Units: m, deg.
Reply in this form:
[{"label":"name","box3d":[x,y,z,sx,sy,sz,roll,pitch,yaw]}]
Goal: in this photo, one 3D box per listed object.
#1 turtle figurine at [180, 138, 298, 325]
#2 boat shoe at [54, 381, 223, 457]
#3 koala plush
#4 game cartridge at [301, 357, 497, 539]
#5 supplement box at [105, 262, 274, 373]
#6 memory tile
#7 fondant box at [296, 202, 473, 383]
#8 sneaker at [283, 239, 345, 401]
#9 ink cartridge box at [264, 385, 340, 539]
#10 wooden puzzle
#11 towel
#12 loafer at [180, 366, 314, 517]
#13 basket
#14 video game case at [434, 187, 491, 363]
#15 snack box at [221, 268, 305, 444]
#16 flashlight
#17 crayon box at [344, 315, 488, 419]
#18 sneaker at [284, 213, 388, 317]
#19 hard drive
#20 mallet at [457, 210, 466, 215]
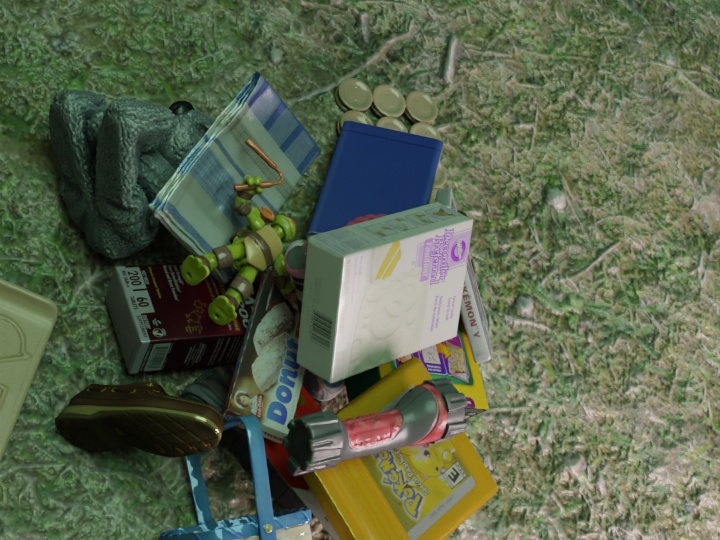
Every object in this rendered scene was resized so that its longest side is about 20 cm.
[{"label":"turtle figurine","box3d":[-0.121,-0.026,1.435,0.161,0.064,0.201,-40,115,-41]},{"label":"boat shoe","box3d":[-0.221,0.142,1.362,0.072,0.199,0.068,61,41,-37]},{"label":"koala plush","box3d":[-0.221,-0.119,1.505,0.199,0.177,0.185,-17,112,-39]},{"label":"game cartridge","box3d":[0.039,0.211,1.406,0.200,0.032,0.177,-33,92,-43]},{"label":"supplement box","box3d":[-0.172,0.048,1.491,0.199,0.061,0.109,-4,52,-30]},{"label":"memory tile","box3d":[0.042,-0.156,1.751,0.152,0.017,0.201,6,64,-25]},{"label":"fondant box","box3d":[0.027,0.020,1.419,0.058,0.145,0.199,26,30,38]},{"label":"sneaker","box3d":[-0.047,0.051,1.564,0.071,0.073,0.201,0,64,-26]},{"label":"ink cartridge box","box3d":[-0.018,0.211,1.453,0.200,0.050,0.162,54,23,-9]},{"label":"wooden puzzle","box3d":[-0.427,0.092,1.361,0.184,0.046,0.201,24,61,-15]},{"label":"towel","box3d":[-0.132,-0.099,1.461,0.201,0.024,0.147,-55,135,-16]},{"label":"loafer","box3d":[-0.106,0.184,1.468,0.200,0.072,0.063,42,49,1]},{"label":"basket","box3d":[-0.127,0.254,1.353,0.138,0.176,0.202,-2,77,-27]},{"label":"video game case","box3d":[0.122,0.000,1.588,0.023,0.200,0.184,-15,98,7]},{"label":"snack box","box3d":[-0.092,0.089,1.437,0.072,0.024,0.201,24,47,-12]},{"label":"flashlight","box3d":[0.017,0.155,1.353,0.199,0.068,0.068,-5,74,-38]},{"label":"crayon box","box3d":[0.054,0.084,1.567,0.199,0.058,0.174,12,58,-48]},{"label":"sneaker","box3d":[0.000,0.000,1.471,0.199,0.079,0.096,-23,116,-37]},{"label":"hard drive","box3d":[0.021,-0.098,1.641,0.131,0.025,0.201,12,49,4]},{"label":"mallet","box3d":[0.041,-0.052,1.680,0.199,0.041,0.066,5,82,-21]}]
